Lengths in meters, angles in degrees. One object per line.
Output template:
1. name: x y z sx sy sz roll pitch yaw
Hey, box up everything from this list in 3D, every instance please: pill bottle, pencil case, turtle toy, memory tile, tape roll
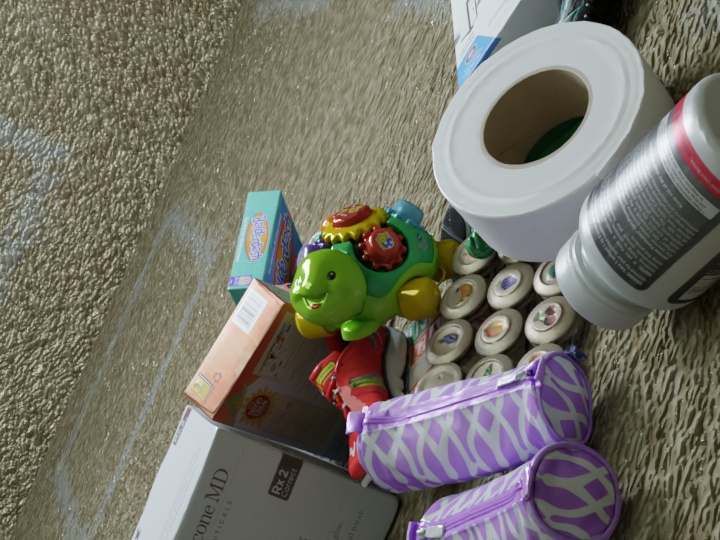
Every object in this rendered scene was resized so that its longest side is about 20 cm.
1. pill bottle: 0.226 -0.041 1.249 0.200 0.111 0.111 -49 24 45
2. pencil case: 0.113 0.187 1.317 0.200 0.085 0.084 -39 33 56
3. turtle toy: 0.000 0.000 1.587 0.146 0.101 0.200 -12 22 26
4. memory tile: 0.125 0.033 1.496 0.153 0.017 0.200 -15 45 37
5. tape roll: 0.162 -0.108 1.455 0.202 0.071 0.203 -22 46 24
6. pencil case: 0.090 0.122 1.394 0.200 0.085 0.084 -22 49 35

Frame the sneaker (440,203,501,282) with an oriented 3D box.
1. sneaker: 0.142 -0.065 1.638 0.076 0.115 0.201 40 141 43

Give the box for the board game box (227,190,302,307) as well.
1. board game box: -0.099 0.027 2.083 0.200 0.045 0.152 69 -157 -47

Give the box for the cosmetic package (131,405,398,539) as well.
1. cosmetic package: -0.099 0.251 1.716 0.165 0.200 0.165 -68 16 -3

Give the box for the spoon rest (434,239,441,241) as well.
1. spoon rest: 0.113 -0.083 1.750 0.099 0.061 0.200 90 -167 -51

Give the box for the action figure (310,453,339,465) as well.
1. action figure: -0.011 0.126 1.863 0.200 0.105 0.194 13 85 43

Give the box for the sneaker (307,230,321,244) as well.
1. sneaker: -0.041 0.051 2.040 0.130 0.079 0.200 -30 -58 -85

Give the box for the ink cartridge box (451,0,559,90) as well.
1. ink cartridge box: 0.164 -0.271 1.795 0.146 0.084 0.200 -57 20 31

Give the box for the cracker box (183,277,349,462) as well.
1. cracker box: -0.060 0.101 1.711 0.058 0.200 0.134 38 98 42

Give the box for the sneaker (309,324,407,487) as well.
1. sneaker: -0.008 0.118 1.601 0.077 0.085 0.200 -58 19 32

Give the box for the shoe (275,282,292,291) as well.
1. shoe: -0.052 0.042 1.824 0.200 0.071 0.091 -36 54 27

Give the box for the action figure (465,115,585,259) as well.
1. action figure: 0.158 -0.091 1.539 0.200 0.055 0.118 -50 32 -3

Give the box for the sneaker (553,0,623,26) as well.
1. sneaker: 0.214 -0.226 1.635 0.200 0.075 0.079 -67 29 20

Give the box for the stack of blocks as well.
1. stack of blocks: 0.078 0.092 1.623 0.200 0.059 0.115 -51 23 41
